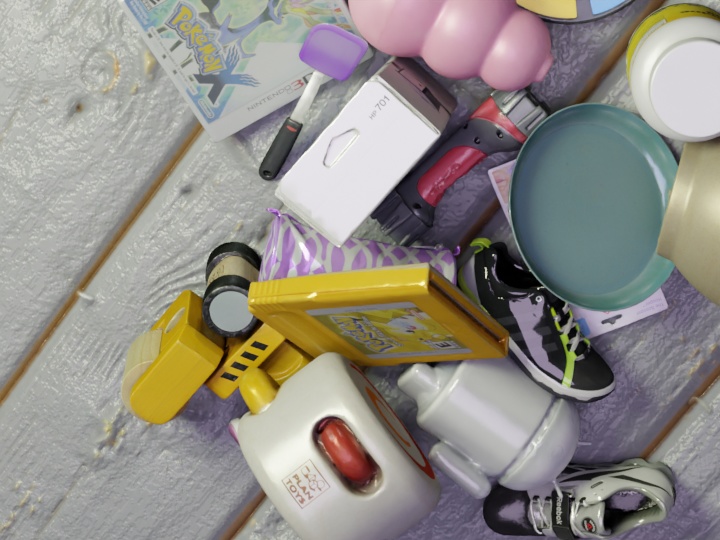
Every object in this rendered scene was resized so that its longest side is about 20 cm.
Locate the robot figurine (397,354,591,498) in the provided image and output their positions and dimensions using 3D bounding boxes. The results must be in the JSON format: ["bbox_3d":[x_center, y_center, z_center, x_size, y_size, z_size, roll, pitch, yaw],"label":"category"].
[{"bbox_3d":[0.136,0.141,1.749,0.200,0.113,0.170,36,73,-3],"label":"robot figurine"}]

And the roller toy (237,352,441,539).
[{"bbox_3d":[-0.026,0.184,1.677,0.140,0.183,0.200,-37,130,4],"label":"roller toy"}]

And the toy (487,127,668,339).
[{"bbox_3d":[0.214,-0.026,1.731,0.115,0.047,0.201,-22,100,13],"label":"toy"}]

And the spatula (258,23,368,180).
[{"bbox_3d":[-0.056,-0.161,1.710,0.056,0.021,0.200,26,125,-8],"label":"spatula"}]

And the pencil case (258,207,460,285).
[{"bbox_3d":[0.000,0.000,1.690,0.199,0.084,0.086,10,94,-13],"label":"pencil case"}]

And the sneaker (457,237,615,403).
[{"bbox_3d":[0.177,0.047,1.717,0.200,0.072,0.083,39,128,2],"label":"sneaker"}]

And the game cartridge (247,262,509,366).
[{"bbox_3d":[0.015,0.047,1.646,0.199,0.176,0.033,-8,63,29],"label":"game cartridge"}]

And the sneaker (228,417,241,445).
[{"bbox_3d":[-0.044,0.207,1.810,0.088,0.080,0.200,-42,103,-10],"label":"sneaker"}]

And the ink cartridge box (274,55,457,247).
[{"bbox_3d":[0.008,-0.118,1.652,0.086,0.200,0.147,41,105,-5],"label":"ink cartridge box"}]

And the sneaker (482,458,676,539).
[{"bbox_3d":[0.219,0.238,1.779,0.199,0.089,0.074,-12,104,11],"label":"sneaker"}]

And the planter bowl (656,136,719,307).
[{"bbox_3d":[0.354,-0.056,1.637,0.134,0.200,0.201,16,106,10],"label":"planter bowl"}]

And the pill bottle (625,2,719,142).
[{"bbox_3d":[0.301,-0.180,1.603,0.112,0.200,0.113,1,105,6],"label":"pill bottle"}]

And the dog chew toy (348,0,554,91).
[{"bbox_3d":[0.090,-0.237,1.646,0.200,0.125,0.125,31,106,4],"label":"dog chew toy"}]

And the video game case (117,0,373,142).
[{"bbox_3d":[-0.106,-0.232,1.663,0.182,0.022,0.200,-28,134,5],"label":"video game case"}]

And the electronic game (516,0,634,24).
[{"bbox_3d":[0.198,-0.333,1.658,0.199,0.042,0.201,2,104,7],"label":"electronic game"}]

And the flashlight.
[{"bbox_3d":[0.099,-0.101,1.715,0.068,0.068,0.200,45,103,-4],"label":"flashlight"}]

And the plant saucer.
[{"bbox_3d":[0.224,-0.060,1.687,0.199,0.027,0.201,3,84,-24],"label":"plant saucer"}]

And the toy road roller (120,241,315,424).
[{"bbox_3d":[-0.132,0.085,1.764,0.146,0.123,0.200,40,105,-16],"label":"toy road roller"}]
